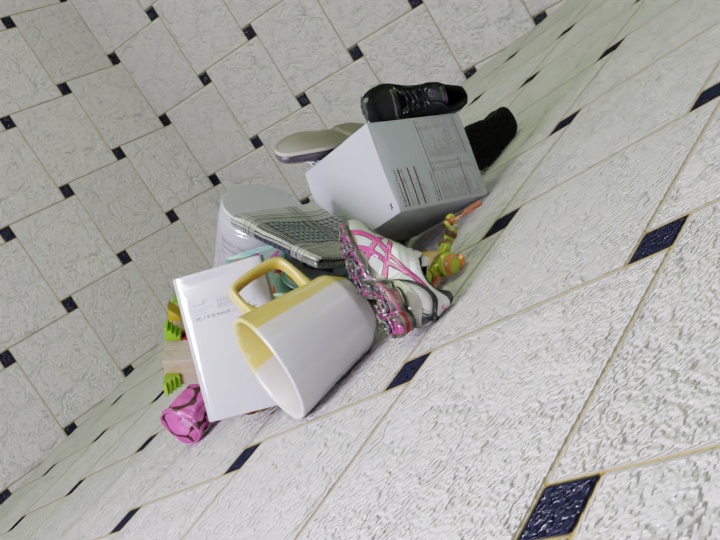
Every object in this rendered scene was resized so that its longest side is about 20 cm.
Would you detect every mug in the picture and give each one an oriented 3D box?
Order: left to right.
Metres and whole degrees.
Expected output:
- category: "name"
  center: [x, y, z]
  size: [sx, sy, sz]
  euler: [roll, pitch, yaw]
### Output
- category: "mug"
  center: [-0.071, 0.069, 1.240]
  size: [0.152, 0.188, 0.149]
  euler: [-34, 8, -21]

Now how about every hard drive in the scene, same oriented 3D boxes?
- category: "hard drive"
  center: [-0.171, 0.094, 1.323]
  size: [0.130, 0.203, 0.026]
  euler: [-15, 2, 9]

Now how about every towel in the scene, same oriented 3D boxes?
- category: "towel"
  center: [-0.055, -0.053, 1.389]
  size: [0.191, 0.035, 0.198]
  euler: [25, 21, 39]

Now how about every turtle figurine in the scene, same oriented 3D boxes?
- category: "turtle figurine"
  center: [0.082, -0.012, 1.290]
  size: [0.160, 0.065, 0.201]
  euler: [-2, 47, 45]

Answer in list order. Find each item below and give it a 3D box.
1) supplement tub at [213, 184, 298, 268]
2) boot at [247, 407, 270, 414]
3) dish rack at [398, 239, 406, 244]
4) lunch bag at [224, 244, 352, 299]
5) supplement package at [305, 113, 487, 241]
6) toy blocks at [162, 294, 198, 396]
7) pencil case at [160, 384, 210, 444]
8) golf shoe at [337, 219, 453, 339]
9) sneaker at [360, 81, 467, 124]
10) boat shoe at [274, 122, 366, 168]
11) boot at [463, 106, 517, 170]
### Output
- category: "supplement tub"
  center: [-0.173, -0.021, 1.560]
  size: [0.132, 0.130, 0.203]
  euler: [-53, -21, -55]
- category: "boot"
  center: [-0.112, 0.138, 1.437]
  size: [0.202, 0.071, 0.143]
  euler: [-50, 18, -28]
- category: "dish rack"
  center: [0.021, -0.124, 1.679]
  size: [0.054, 0.201, 0.154]
  euler: [-18, 22, 46]
- category: "lunch bag"
  center: [-0.103, 0.032, 1.418]
  size: [0.197, 0.123, 0.171]
  euler: [-18, 31, 10]
- category: "supplement package"
  center: [0.055, -0.139, 1.542]
  size: [0.198, 0.149, 0.190]
  euler: [-13, -11, -40]
- category: "toy blocks"
  center: [-0.248, 0.116, 1.584]
  size: [0.134, 0.101, 0.201]
  euler: [-3, 35, -1]
- category: "pencil case"
  center: [-0.244, 0.198, 1.618]
  size: [0.093, 0.091, 0.200]
  euler: [-15, 29, 53]
- category: "golf shoe"
  center: [0.038, 0.001, 1.198]
  size: [0.091, 0.073, 0.201]
  euler: [-22, 48, -16]
- category: "sneaker"
  center: [0.088, -0.273, 1.519]
  size: [0.198, 0.077, 0.087]
  euler: [-13, -4, -43]
- category: "boat shoe"
  center: [-0.058, -0.192, 1.566]
  size: [0.198, 0.064, 0.072]
  euler: [-21, 39, -40]
- category: "boot"
  center: [0.187, -0.219, 1.787]
  size: [0.157, 0.080, 0.210]
  euler: [-22, 10, 45]
